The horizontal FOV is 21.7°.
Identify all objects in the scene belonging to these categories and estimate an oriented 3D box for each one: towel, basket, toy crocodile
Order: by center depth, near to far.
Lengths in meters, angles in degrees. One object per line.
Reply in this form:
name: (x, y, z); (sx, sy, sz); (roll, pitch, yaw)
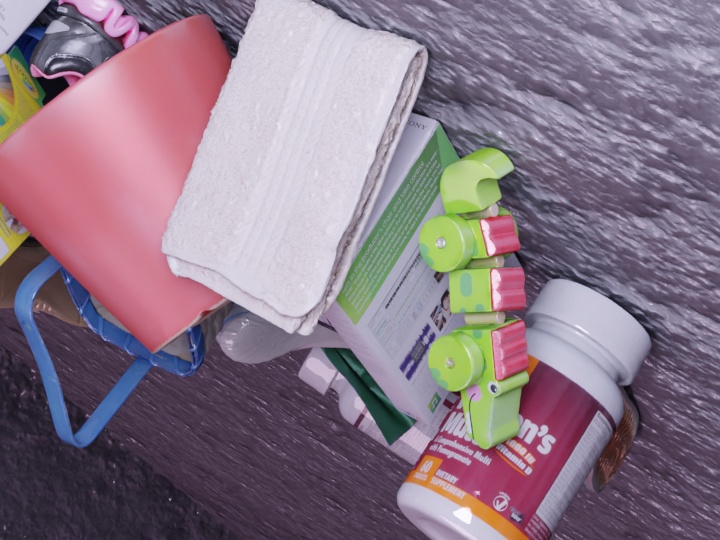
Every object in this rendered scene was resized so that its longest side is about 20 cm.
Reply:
towel: (-0.047, -0.071, 1.203); (0.132, 0.201, 0.034); (25, -171, 28)
toy crocodile: (0.085, 0.019, 1.262); (0.061, 0.202, 0.067); (-1, -174, 41)
basket: (-0.189, 0.022, 1.494); (0.138, 0.200, 0.177); (18, 139, 24)

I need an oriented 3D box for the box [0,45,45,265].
box: (-0.281, -0.077, 1.393); (0.048, 0.200, 0.118); (-19, 111, 33)

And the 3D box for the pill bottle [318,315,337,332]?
pill bottle: (0.000, 0.000, 1.478); (0.199, 0.107, 0.106); (24, 162, 34)

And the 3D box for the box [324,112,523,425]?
box: (0.040, 0.002, 1.325); (0.036, 0.145, 0.200); (22, 160, 32)

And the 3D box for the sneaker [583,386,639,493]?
sneaker: (0.174, 0.112, 1.543); (0.080, 0.071, 0.200); (31, 160, 29)

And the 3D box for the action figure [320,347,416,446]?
action figure: (-0.006, 0.043, 1.653); (0.200, 0.118, 0.055); (42, 166, 15)

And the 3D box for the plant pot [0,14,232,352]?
plant pot: (-0.141, -0.053, 1.337); (0.178, 0.200, 0.200); (55, 164, -1)

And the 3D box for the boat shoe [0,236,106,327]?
boat shoe: (-0.271, 0.004, 1.578); (0.199, 0.073, 0.065); (4, -167, -32)

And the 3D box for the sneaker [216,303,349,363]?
sneaker: (-0.028, 0.033, 1.594); (0.073, 0.198, 0.072); (-109, 19, -49)

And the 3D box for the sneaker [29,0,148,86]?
sneaker: (-0.179, -0.131, 1.477); (0.200, 0.096, 0.079); (41, 162, -28)

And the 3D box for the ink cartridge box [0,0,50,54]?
ink cartridge box: (-0.357, -0.171, 1.516); (0.084, 0.200, 0.145); (44, 163, -20)

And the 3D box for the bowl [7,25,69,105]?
bowl: (-0.249, -0.114, 1.606); (0.200, 0.039, 0.202); (34, 136, 40)

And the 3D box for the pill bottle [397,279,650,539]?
pill bottle: (0.122, 0.113, 1.357); (0.109, 0.201, 0.110); (31, 165, 9)

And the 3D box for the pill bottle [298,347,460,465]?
pill bottle: (0.049, 0.114, 1.718); (0.199, 0.110, 0.110); (33, 165, 4)
